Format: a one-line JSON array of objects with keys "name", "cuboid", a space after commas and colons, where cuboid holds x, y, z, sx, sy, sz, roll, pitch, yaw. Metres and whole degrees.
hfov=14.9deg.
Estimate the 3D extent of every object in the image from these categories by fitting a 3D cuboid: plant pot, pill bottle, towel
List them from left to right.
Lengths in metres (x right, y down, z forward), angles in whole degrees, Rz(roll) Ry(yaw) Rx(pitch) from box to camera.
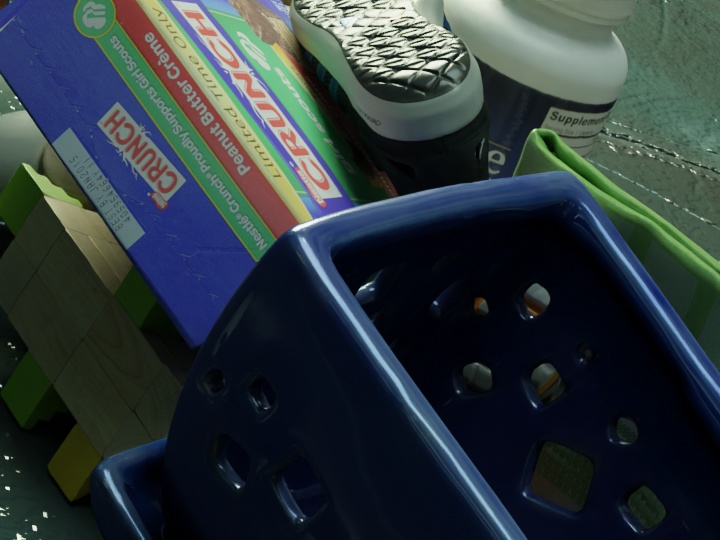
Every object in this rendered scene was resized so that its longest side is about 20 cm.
[{"name": "plant pot", "cuboid": [0.029, 0.098, 1.058, 0.200, 0.180, 0.200, -13, 65, -55]}, {"name": "pill bottle", "cuboid": [0.077, -0.092, 1.496, 0.110, 0.201, 0.111, 21, 24, -10]}, {"name": "towel", "cuboid": [0.092, 0.058, 1.219, 0.149, 0.201, 0.031, 38, 38, 26]}]

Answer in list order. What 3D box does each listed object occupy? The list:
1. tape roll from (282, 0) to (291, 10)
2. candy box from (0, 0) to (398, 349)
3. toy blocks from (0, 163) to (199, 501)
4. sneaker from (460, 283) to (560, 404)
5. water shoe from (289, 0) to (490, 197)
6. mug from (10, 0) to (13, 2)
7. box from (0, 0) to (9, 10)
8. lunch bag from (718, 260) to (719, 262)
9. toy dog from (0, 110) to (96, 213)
[{"name": "tape roll", "cuboid": [-0.074, -0.152, 1.630, 0.201, 0.071, 0.203, 21, 25, -11]}, {"name": "candy box", "cuboid": [-0.055, -0.050, 1.203, 0.169, 0.077, 0.200, 55, 16, 12]}, {"name": "toy blocks", "cuboid": [-0.074, 0.045, 1.229, 0.136, 0.100, 0.200, 19, 23, -45]}, {"name": "sneaker", "cuboid": [0.050, 0.053, 1.196, 0.078, 0.201, 0.077, 33, 15, 21]}, {"name": "water shoe", "cuboid": [0.013, -0.081, 1.238, 0.071, 0.079, 0.200, -13, 24, -2]}, {"name": "mug", "cuboid": [-0.118, -0.128, 1.423, 0.114, 0.186, 0.152, -16, 20, -7]}, {"name": "box", "cuboid": [-0.271, -0.150, 1.355, 0.199, 0.119, 0.042, 19, 64, -3]}, {"name": "lunch bag", "cuboid": [0.258, 0.066, 1.424, 0.170, 0.124, 0.200, 35, 13, 26]}, {"name": "toy dog", "cuboid": [-0.162, -0.075, 1.332, 0.199, 0.132, 0.097, 33, 65, -2]}]
